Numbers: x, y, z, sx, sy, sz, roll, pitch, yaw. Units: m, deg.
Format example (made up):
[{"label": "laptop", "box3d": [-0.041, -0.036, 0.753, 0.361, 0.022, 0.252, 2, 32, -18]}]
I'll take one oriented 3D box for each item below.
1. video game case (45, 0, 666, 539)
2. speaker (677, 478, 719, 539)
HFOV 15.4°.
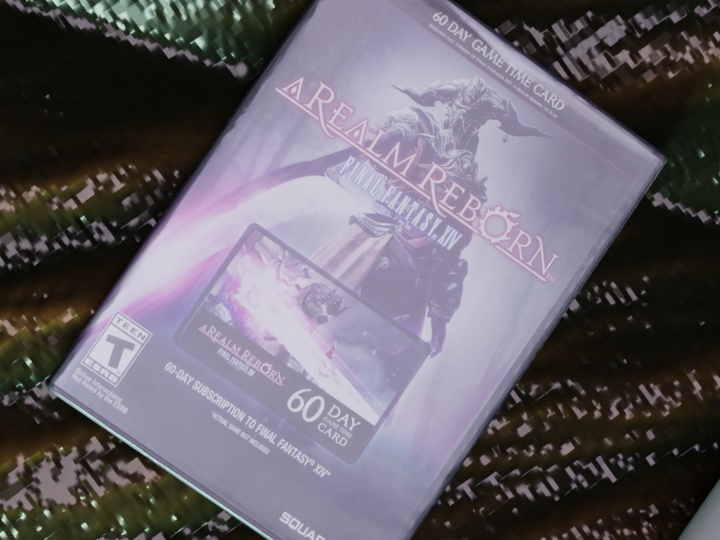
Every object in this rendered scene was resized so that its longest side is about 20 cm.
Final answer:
[{"label": "video game case", "box3d": [0.000, 0.000, 0.977, 0.143, 0.019, 0.200, 35, 87, -9]}, {"label": "speaker", "box3d": [0.181, 0.075, 0.978, 0.081, 0.081, 0.200, 35, 86, -9]}]
